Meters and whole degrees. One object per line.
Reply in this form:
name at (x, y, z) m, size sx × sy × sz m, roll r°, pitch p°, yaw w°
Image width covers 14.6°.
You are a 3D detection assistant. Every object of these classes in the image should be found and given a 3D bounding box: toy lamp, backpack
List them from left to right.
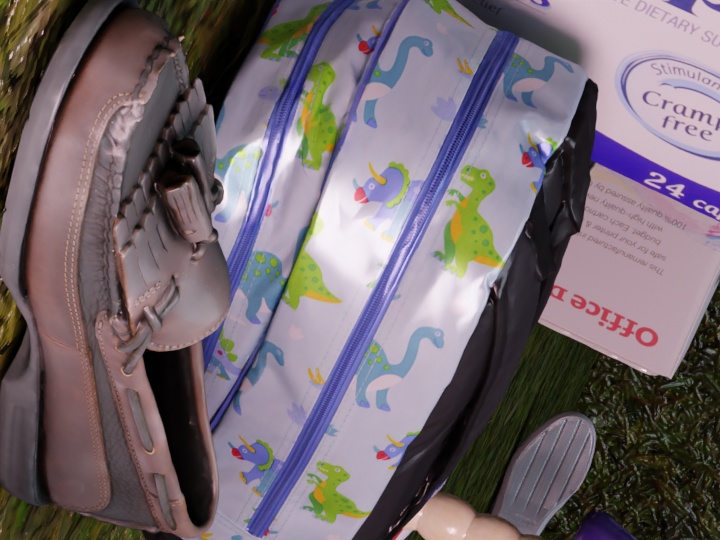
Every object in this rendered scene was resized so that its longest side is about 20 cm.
backpack at (0.000, 0.000, 0.891) m, size 0.200 × 0.154 × 0.163 m, roll -40°, pitch -166°, yaw 54°
toy lamp at (0.028, 0.092, 1.050) m, size 0.058 × 0.200 × 0.058 m, roll 24°, pitch 90°, yaw -82°

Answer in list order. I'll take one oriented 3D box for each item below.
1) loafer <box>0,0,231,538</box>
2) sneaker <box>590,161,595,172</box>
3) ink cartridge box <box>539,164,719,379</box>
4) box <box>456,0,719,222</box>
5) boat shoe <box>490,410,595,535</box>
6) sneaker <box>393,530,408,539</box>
loafer at (-0.056, 0.004, 0.748) m, size 0.072 × 0.063 × 0.200 m, roll -60°, pitch 170°, yaw -35°
sneaker at (0.053, -0.029, 1.352) m, size 0.200 × 0.077 × 0.085 m, roll -55°, pitch 177°, yaw 1°
ink cartridge box at (0.153, -0.063, 1.578) m, size 0.086 × 0.147 × 0.200 m, roll -49°, pitch 163°, yaw -57°
box at (0.089, -0.126, 0.870) m, size 0.105 × 0.184 × 0.200 m, roll -59°, pitch 169°, yaw -25°
boat shoe at (0.167, 0.220, 2.809) m, size 0.200 × 0.073 × 0.067 m, roll -58°, pitch -172°, yaw 14°
sneaker at (0.003, 0.054, 1.187) m, size 0.113 × 0.071 × 0.201 m, roll -59°, pitch 163°, yaw -61°
